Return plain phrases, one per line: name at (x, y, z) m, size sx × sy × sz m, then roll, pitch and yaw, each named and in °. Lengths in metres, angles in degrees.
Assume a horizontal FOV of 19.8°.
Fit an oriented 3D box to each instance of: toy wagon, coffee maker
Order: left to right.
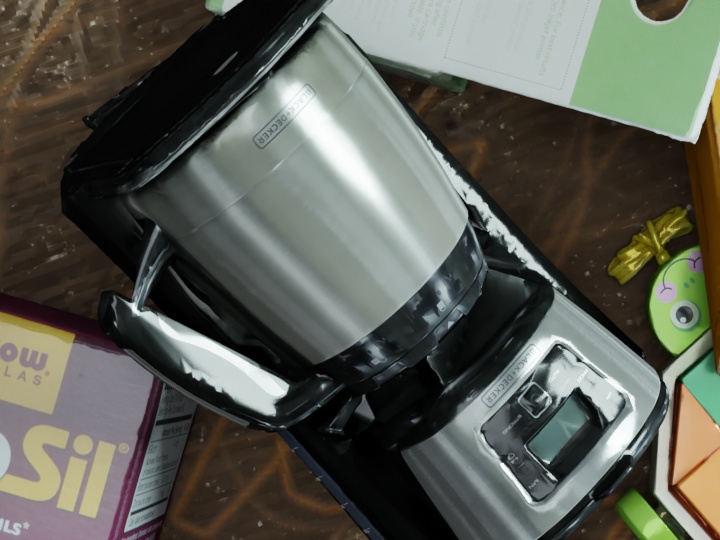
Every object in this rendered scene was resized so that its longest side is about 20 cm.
coffee maker at (0.000, 0.000, 0.754) m, size 0.134 × 0.192 × 0.200 m, roll -39°, pitch 105°, yaw 8°
toy wagon at (0.172, 0.061, 0.795) m, size 0.155 × 0.040 × 0.200 m, roll -41°, pitch 88°, yaw 1°

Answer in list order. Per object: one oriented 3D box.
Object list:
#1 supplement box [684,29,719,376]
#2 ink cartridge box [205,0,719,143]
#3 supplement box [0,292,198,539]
supplement box at (0.223, -0.037, 0.753) m, size 0.198 × 0.074 × 0.127 m, roll -5°, pitch 63°, yaw 1°
ink cartridge box at (0.055, -0.139, 0.779) m, size 0.199 × 0.048 × 0.147 m, roll 18°, pitch 90°, yaw 15°
supplement box at (-0.150, 0.110, 0.778) m, size 0.130 × 0.103 × 0.201 m, roll 15°, pitch 89°, yaw 4°
